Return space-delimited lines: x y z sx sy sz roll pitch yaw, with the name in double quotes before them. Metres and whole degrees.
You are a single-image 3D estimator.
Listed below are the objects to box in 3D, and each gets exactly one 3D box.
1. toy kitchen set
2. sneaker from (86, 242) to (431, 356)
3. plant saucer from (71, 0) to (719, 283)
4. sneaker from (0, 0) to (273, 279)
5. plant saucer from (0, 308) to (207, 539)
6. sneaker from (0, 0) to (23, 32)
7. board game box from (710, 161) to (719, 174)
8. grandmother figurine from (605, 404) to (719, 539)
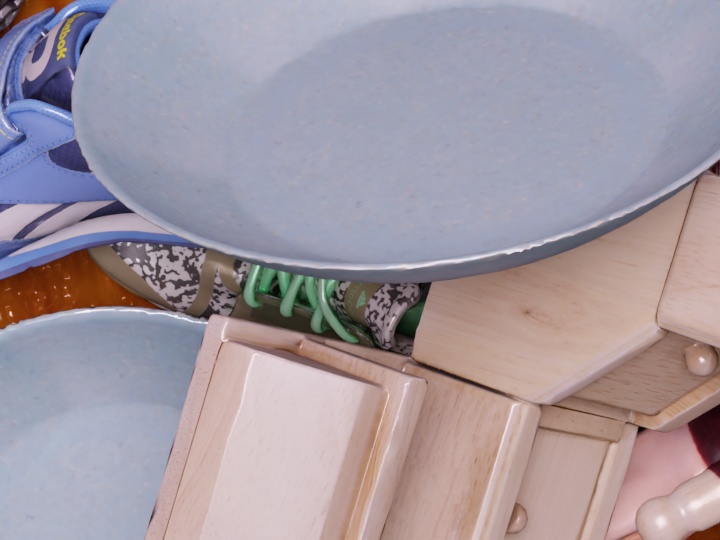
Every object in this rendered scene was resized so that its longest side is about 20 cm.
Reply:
"toy kitchen set" 0.066 0.069 0.607 0.180 0.163 0.201 19 93 38
"sneaker" 0.000 0.000 0.759 0.199 0.089 0.077 16 93 0
"plant saucer" 0.022 -0.050 0.623 0.200 0.201 0.039 -11 127 1
"sneaker" -0.103 -0.047 0.731 0.199 0.082 0.074 -9 53 17
"plant saucer" -0.081 0.109 0.777 0.200 0.039 0.202 0 98 -1
"sneaker" -0.162 -0.156 0.718 0.095 0.079 0.201 30 138 22
"board game box" 0.125 -0.091 0.750 0.030 0.096 0.201 0 93 1
"grandmother figurine" 0.119 0.060 0.745 0.199 0.121 0.061 -28 110 22
